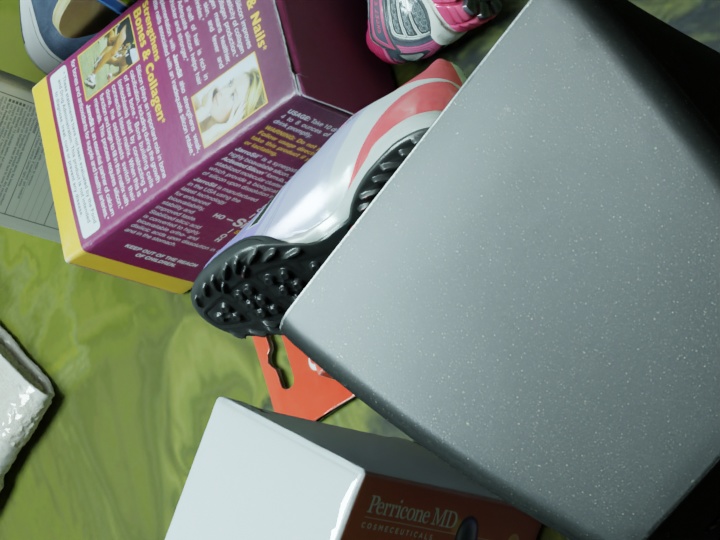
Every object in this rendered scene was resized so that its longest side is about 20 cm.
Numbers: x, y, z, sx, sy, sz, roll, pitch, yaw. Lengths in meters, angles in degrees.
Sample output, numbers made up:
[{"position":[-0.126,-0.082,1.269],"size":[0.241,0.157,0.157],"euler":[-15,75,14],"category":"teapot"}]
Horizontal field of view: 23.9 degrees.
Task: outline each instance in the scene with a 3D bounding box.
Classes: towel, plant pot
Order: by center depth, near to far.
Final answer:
[{"position":[0.124,0.018,0.748],"size":[0.177,0.200,0.200],"euler":[47,109,25],"category":"plant pot"},{"position":[-0.292,0.088,1.180],"size":[0.200,0.034,0.133],"euler":[39,105,40],"category":"towel"}]

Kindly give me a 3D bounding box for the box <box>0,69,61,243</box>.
[{"position":[-0.249,-0.086,1.081],"size":[0.078,0.200,0.095],"euler":[26,94,42],"category":"box"}]

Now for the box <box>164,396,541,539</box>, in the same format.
[{"position":[-0.021,0.182,0.838],"size":[0.106,0.152,0.201],"euler":[22,93,43],"category":"box"}]

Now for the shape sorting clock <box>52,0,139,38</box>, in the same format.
[{"position":[-0.100,-0.203,1.004],"size":[0.200,0.200,0.039],"euler":[-33,90,29],"category":"shape sorting clock"}]

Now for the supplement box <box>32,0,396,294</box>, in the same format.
[{"position":[-0.087,-0.094,1.008],"size":[0.200,0.103,0.132],"euler":[-31,59,31],"category":"supplement box"}]

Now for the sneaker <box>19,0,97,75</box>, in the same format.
[{"position":[-0.181,-0.250,1.143],"size":[0.146,0.077,0.203],"euler":[-32,67,43],"category":"sneaker"}]

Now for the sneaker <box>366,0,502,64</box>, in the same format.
[{"position":[0.014,-0.214,0.973],"size":[0.075,0.080,0.201],"euler":[-31,60,33],"category":"sneaker"}]

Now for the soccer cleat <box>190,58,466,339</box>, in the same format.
[{"position":[-0.012,-0.034,0.895],"size":[0.200,0.068,0.073],"euler":[-37,32,32],"category":"soccer cleat"}]

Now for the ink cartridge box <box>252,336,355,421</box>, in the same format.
[{"position":[0.000,0.000,0.941],"size":[0.200,0.050,0.109],"euler":[-36,57,27],"category":"ink cartridge box"}]
